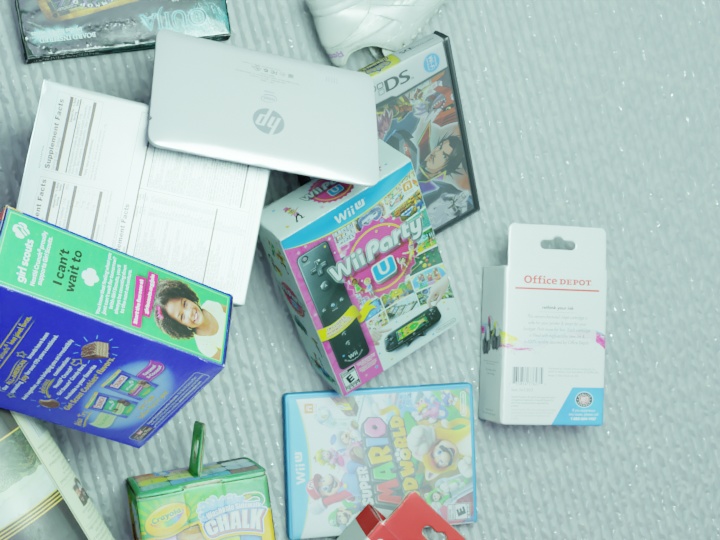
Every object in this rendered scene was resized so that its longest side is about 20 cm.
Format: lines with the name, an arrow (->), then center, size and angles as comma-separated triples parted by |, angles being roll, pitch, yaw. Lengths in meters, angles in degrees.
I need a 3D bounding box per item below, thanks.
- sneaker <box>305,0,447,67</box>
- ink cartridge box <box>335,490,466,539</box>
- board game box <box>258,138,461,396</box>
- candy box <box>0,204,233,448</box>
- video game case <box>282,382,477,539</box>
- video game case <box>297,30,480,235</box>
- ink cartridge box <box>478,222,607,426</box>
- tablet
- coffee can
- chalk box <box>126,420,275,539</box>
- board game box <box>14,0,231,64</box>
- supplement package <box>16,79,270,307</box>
sneaker -> 0.042, -0.268, 1.190 | 0.198, 0.075, 0.101 | -22, 113, -14
ink cartridge box -> 0.015, 0.316, 1.145 | 0.116, 0.067, 0.200 | 44, 86, -11
board game box -> 0.000, 0.000, 1.118 | 0.147, 0.064, 0.201 | -32, 127, -14
candy box -> -0.230, 0.054, 0.952 | 0.199, 0.169, 0.078 | 22, 48, -27
video game case -> 0.021, 0.191, 1.188 | 0.198, 0.018, 0.145 | -2, 90, -15
video game case -> 0.025, -0.104, 1.136 | 0.180, 0.025, 0.201 | -29, 127, -19
ink cartridge box -> 0.188, 0.056, 1.211 | 0.114, 0.068, 0.203 | 3, 88, -15
tablet -> -0.080, -0.139, 1.002 | 0.198, 0.014, 0.131 | 9, 54, -16
coffee can -> -0.318, 0.209, 1.031 | 0.146, 0.146, 0.201 | -32, 96, -14
chalk box -> -0.148, 0.243, 1.087 | 0.122, 0.124, 0.202 | -8, 89, -15
board game box -> -0.232, -0.278, 1.126 | 0.198, 0.028, 0.137 | -10, 91, -16
supplement package -> -0.195, -0.059, 1.035 | 0.198, 0.152, 0.152 | 12, 84, -14
